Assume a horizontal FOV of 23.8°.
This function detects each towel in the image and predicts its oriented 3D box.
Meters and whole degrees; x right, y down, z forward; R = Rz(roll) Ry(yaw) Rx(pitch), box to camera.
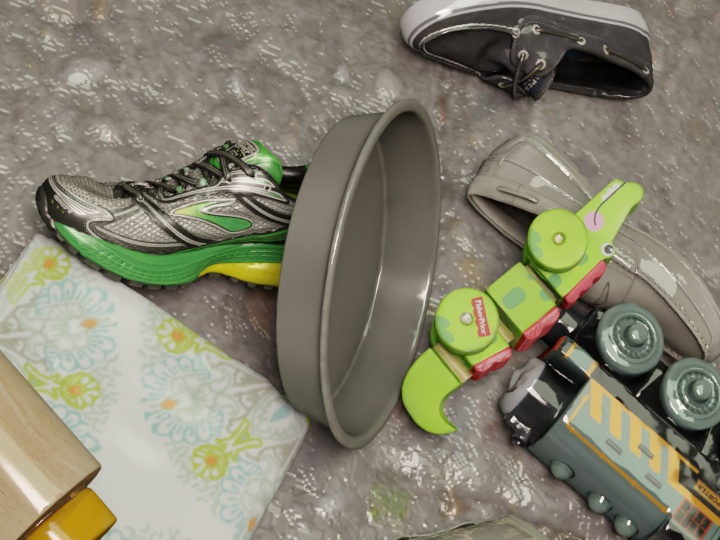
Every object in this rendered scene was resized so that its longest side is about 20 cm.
[{"bbox_3d":[-0.142,0.093,0.941,0.199,0.048,0.172,34,56,-6],"label":"towel"}]

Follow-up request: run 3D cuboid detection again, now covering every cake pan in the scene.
[{"bbox_3d":[0.000,0.000,0.982,0.036,0.201,0.202,10,55,17],"label":"cake pan"}]

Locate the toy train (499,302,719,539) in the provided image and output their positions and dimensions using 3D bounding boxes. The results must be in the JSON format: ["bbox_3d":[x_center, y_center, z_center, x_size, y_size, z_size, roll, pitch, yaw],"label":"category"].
[{"bbox_3d":[0.179,0.110,1.066,0.200,0.085,0.114,41,65,0],"label":"toy train"}]

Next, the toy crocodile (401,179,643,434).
[{"bbox_3d":[0.100,0.019,1.045,0.200,0.068,0.062,-41,81,-10],"label":"toy crocodile"}]

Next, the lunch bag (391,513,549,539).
[{"bbox_3d":[0.054,0.232,0.922,0.162,0.118,0.202,-11,64,-29],"label":"lunch bag"}]

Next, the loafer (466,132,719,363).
[{"bbox_3d":[0.153,-0.004,1.120,0.200,0.070,0.070,41,60,9],"label":"loafer"}]

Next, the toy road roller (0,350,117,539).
[{"bbox_3d":[-0.224,0.138,0.791,0.123,0.200,0.146,47,33,3],"label":"toy road roller"}]

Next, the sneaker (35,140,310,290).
[{"bbox_3d":[-0.094,-0.042,1.000,0.198,0.086,0.078,1,31,-28],"label":"sneaker"}]

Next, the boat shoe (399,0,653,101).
[{"bbox_3d":[0.121,-0.148,1.181,0.198,0.070,0.067,3,61,-32],"label":"boat shoe"}]
